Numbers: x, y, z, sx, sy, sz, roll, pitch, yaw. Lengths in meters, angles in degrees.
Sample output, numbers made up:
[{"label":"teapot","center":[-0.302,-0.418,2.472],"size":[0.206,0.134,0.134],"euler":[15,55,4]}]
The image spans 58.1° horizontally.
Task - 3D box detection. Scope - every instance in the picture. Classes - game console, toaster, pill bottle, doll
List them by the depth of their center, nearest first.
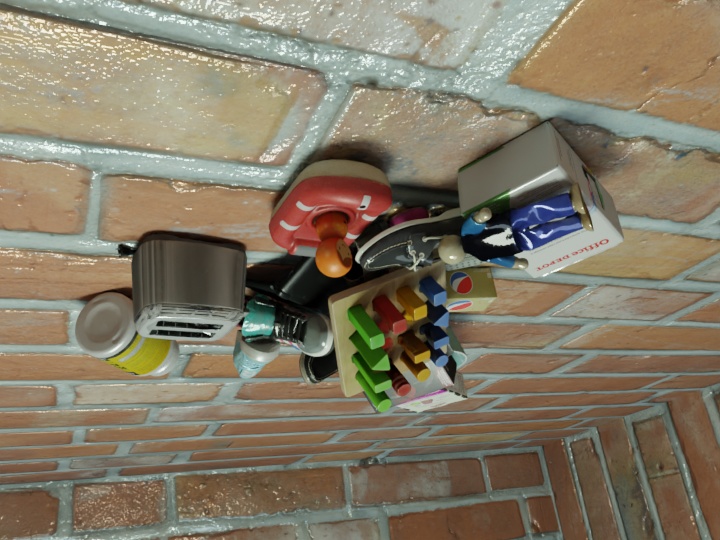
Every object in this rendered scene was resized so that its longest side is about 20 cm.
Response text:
[{"label":"doll","center":[0.194,-0.046,0.840],"size":[0.198,0.049,0.137],"euler":[-17,140,24]},{"label":"toaster","center":[-0.262,0.028,0.968],"size":[0.198,0.131,0.114],"euler":[9,150,-32]},{"label":"game console","center":[-0.088,0.012,1.125],"size":[0.176,0.117,0.199],"euler":[-48,145,10]},{"label":"pill bottle","center":[-0.401,0.123,1.149],"size":[0.110,0.112,0.200],"euler":[-12,155,8]}]

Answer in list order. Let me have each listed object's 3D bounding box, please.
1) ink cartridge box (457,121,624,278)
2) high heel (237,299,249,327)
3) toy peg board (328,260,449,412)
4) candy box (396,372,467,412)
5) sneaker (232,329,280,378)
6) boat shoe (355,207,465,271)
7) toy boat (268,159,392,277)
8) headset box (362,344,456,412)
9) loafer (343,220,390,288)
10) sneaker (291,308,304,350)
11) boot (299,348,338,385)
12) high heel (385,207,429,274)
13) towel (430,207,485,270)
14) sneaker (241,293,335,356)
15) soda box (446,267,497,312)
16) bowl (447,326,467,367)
[{"label":"ink cartridge box","center":[0.249,-0.088,0.895],"size":[0.144,0.085,0.199],"euler":[-26,137,33]},{"label":"high heel","center":[-0.204,0.069,1.149],"size":[0.095,0.068,0.200],"euler":[2,170,0]},{"label":"toy peg board","center":[0.067,0.112,1.018],"size":[0.197,0.098,0.202],"euler":[-20,128,-18]},{"label":"candy box","center":[0.133,0.255,1.416],"size":[0.135,0.062,0.200],"euler":[-21,152,24]},{"label":"sneaker","center":[-0.190,0.159,1.166],"size":[0.073,0.083,0.200],"euler":[9,179,-14]},{"label":"boat shoe","center":[0.088,-0.033,0.915],"size":[0.198,0.061,0.074],"euler":[-17,159,-29]},{"label":"toy boat","center":[-0.037,-0.054,0.861],"size":[0.129,0.132,0.200],"euler":[5,152,-29]},{"label":"headset box","center":[0.083,0.170,1.257],"size":[0.199,0.075,0.149],"euler":[-24,109,23]},{"label":"loafer","center":[0.000,0.000,1.037],"size":[0.071,0.073,0.201],"euler":[-11,139,-20]},{"label":"sneaker","center":[-0.099,0.124,1.273],"size":[0.078,0.067,0.200],"euler":[9,165,24]},{"label":"boot","center":[-0.003,0.128,1.132],"size":[0.150,0.074,0.199],"euler":[-17,-173,36]},{"label":"high heel","center":[0.069,-0.017,1.018],"size":[0.067,0.097,0.200],"euler":[1,154,-18]},{"label":"towel","center":[0.218,-0.067,1.050],"size":[0.198,0.035,0.193],"euler":[-11,152,10]},{"label":"sneaker","center":[-0.133,0.088,1.075],"size":[0.120,0.085,0.199],"euler":[12,178,-35]},{"label":"soda box","center":[0.146,0.037,1.201],"size":[0.198,0.065,0.068],"euler":[-1,155,-17]},{"label":"bowl","center":[0.125,0.159,1.405],"size":[0.198,0.106,0.201],"euler":[-7,156,-3]}]
